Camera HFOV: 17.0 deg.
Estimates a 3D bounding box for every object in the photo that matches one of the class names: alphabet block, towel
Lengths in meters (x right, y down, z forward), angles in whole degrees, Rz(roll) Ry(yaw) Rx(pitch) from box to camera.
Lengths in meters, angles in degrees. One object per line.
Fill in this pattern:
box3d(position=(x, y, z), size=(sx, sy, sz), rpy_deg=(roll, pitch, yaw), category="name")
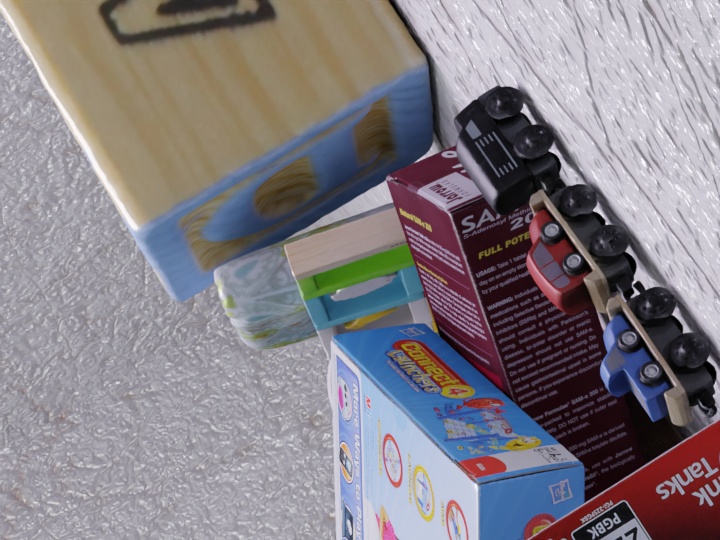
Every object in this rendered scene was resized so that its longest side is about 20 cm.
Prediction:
box3d(position=(-0.088, -0.129, 1.439), size=(0.200, 0.196, 0.195), rpy_deg=(58, 174, 13), category="alphabet block")
box3d(position=(0.000, 0.000, 1.473), size=(0.200, 0.171, 0.048), rpy_deg=(90, 159, -82), category="towel")

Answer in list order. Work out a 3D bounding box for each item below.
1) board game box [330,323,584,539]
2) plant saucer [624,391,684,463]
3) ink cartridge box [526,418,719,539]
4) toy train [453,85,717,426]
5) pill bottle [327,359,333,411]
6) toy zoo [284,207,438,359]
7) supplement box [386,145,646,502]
box3d(position=(0.046, 0.154, 1.218), size=(0.196, 0.056, 0.201), rpy_deg=(-138, 43, -61), category="board game box")
box3d(position=(0.172, 0.138, 1.330), size=(0.201, 0.037, 0.200), rpy_deg=(58, 176, 6), category="plant saucer")
box3d(position=(0.127, 0.178, 0.965), size=(0.176, 0.200, 0.084), rpy_deg=(57, 177, 15), category="ink cartridge box")
box3d(position=(0.097, -0.006, 1.087), size=(0.200, 0.046, 0.034), rpy_deg=(57, 176, 33), category="toy train")
box3d(position=(0.060, 0.071, 1.549), size=(0.111, 0.111, 0.200), rpy_deg=(60, 162, -9), category="pill bottle")
box3d(position=(0.033, 0.004, 1.375), size=(0.200, 0.131, 0.021), rpy_deg=(69, -177, -71), category="toy zoo")
box3d(position=(0.084, 0.040, 1.239), size=(0.109, 0.061, 0.201), rpy_deg=(-144, 32, -69), category="supplement box")
